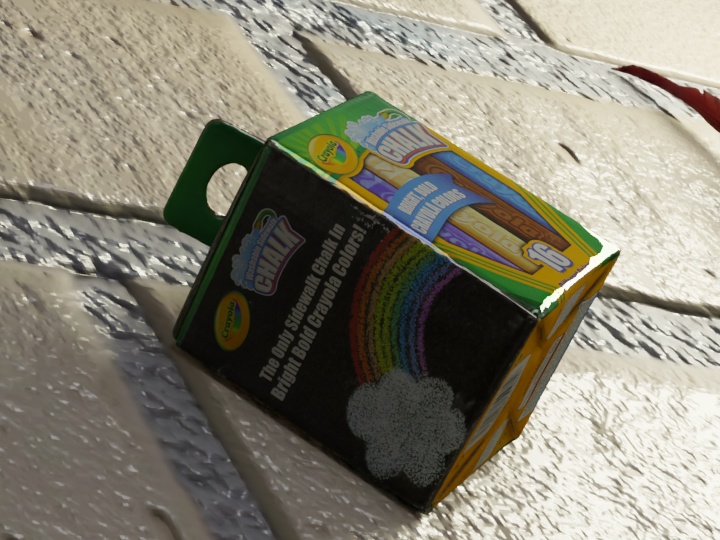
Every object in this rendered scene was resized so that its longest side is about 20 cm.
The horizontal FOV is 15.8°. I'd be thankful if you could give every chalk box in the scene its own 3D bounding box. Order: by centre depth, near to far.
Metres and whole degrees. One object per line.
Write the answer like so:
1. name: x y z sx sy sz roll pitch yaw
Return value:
1. chalk box: 0.000 0.000 1.264 0.200 0.125 0.124 35 26 13

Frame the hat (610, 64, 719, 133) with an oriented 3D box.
1. hat: 0.301 -0.065 1.817 0.165 0.176 0.200 12 66 -34
